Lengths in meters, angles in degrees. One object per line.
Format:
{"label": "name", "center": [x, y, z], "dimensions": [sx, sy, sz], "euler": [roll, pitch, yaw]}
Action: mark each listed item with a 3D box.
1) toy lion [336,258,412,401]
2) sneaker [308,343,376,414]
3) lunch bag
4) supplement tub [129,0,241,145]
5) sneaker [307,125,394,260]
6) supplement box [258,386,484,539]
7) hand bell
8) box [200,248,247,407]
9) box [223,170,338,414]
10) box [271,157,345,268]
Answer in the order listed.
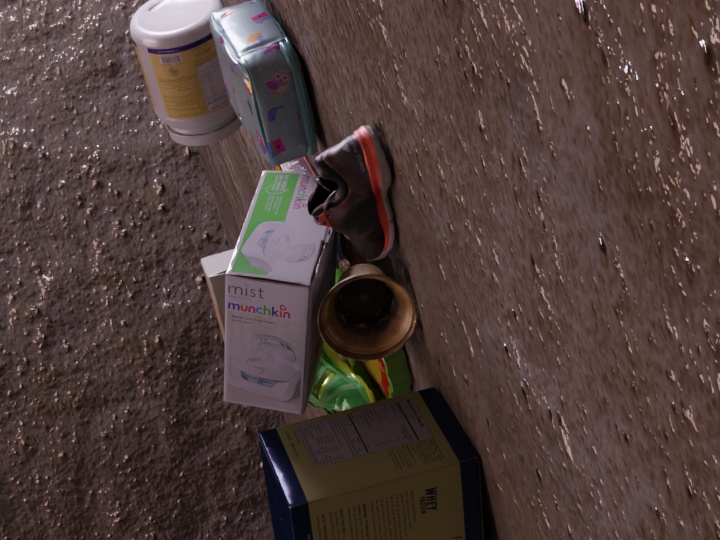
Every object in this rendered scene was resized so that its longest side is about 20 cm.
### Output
{"label": "toy lion", "center": [0.010, 0.092, 1.865], "dimensions": [0.192, 0.068, 0.201], "euler": [50, 160, 47]}
{"label": "sneaker", "center": [-0.044, 0.143, 1.869], "dimensions": [0.200, 0.083, 0.074], "euler": [49, 158, 27]}
{"label": "lunch bag", "center": [-0.114, -0.223, 1.855], "dimensions": [0.200, 0.077, 0.161], "euler": [-120, 12, -53]}
{"label": "supplement tub", "center": [-0.255, -0.304, 2.347], "dimensions": [0.146, 0.145, 0.201], "euler": [-120, 13, -51]}
{"label": "sneaker", "center": [-0.016, -0.070, 1.543], "dimensions": [0.200, 0.081, 0.077], "euler": [84, 164, -58]}
{"label": "supplement box", "center": [0.015, 0.258, 1.630], "dimensions": [0.134, 0.198, 0.201], "euler": [-121, 21, -56]}
{"label": "hand bell", "center": [0.000, 0.000, 1.685], "dimensions": [0.200, 0.103, 0.105], "euler": [-98, -6, -60]}
{"label": "box", "center": [-0.155, 0.076, 2.164], "dimensions": [0.095, 0.077, 0.201], "euler": [-128, 22, -70]}
{"label": "box", "center": [-0.081, 0.021, 1.694], "dimensions": [0.201, 0.096, 0.177], "euler": [-75, -9, -52]}
{"label": "box", "center": [-0.069, -0.077, 2.023], "dimensions": [0.200, 0.040, 0.138], "euler": [-120, 14, -53]}
